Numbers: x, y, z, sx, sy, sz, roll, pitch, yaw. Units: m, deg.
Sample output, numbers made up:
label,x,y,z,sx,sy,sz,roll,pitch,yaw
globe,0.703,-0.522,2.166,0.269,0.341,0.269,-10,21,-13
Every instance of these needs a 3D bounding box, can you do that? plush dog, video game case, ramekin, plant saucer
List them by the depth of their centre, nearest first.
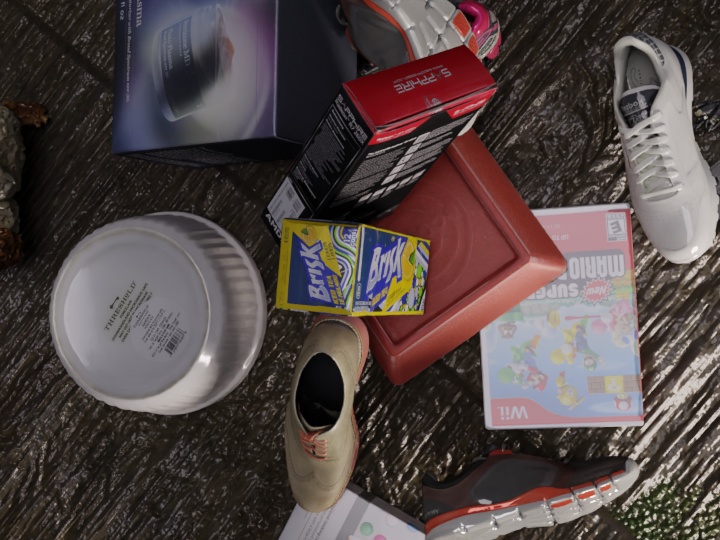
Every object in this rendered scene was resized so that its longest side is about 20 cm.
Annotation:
label,x,y,z,sx,sy,sz,roll,pitch,yaw
video game case,0.180,0.043,0.888,0.142,0.017,0.201,-4,88,11
plant saucer,0.053,-0.028,0.896,0.199,0.037,0.200,-36,79,13
ramekin,-0.198,0.040,0.924,0.199,0.105,0.201,0,88,12
plush dog,-0.391,-0.083,0.971,0.200,0.160,0.172,16,107,39

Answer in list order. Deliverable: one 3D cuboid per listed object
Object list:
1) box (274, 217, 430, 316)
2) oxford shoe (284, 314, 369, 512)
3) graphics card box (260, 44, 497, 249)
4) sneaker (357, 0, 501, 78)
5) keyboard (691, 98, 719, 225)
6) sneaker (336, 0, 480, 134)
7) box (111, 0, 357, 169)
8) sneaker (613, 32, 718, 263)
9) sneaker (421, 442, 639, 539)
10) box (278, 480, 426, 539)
label,x,y,z,sx,sy,sz,roll,pitch,yaw
box,0.000,0.000,0.788,0.064,0.200,0.070,5,90,18
oxford shoe,-0.040,0.135,0.840,0.070,0.075,0.201,10,114,12
graphics card box,0.009,-0.091,0.778,0.125,0.200,0.051,-26,76,-32
sneaker,0.029,-0.209,0.900,0.199,0.075,0.081,-16,85,12
keyboard,0.375,-0.129,0.852,0.200,0.021,0.127,-39,87,7
sneaker,0.033,-0.202,0.826,0.077,0.082,0.200,-50,121,-29
box,-0.114,-0.202,0.874,0.198,0.123,0.201,-1,88,34
sneaker,0.253,-0.104,0.837,0.076,0.080,0.201,-15,80,32
sneaker,0.146,0.183,0.864,0.199,0.077,0.082,-14,58,-2
box,0.011,0.300,0.905,0.200,0.041,0.156,28,94,10
